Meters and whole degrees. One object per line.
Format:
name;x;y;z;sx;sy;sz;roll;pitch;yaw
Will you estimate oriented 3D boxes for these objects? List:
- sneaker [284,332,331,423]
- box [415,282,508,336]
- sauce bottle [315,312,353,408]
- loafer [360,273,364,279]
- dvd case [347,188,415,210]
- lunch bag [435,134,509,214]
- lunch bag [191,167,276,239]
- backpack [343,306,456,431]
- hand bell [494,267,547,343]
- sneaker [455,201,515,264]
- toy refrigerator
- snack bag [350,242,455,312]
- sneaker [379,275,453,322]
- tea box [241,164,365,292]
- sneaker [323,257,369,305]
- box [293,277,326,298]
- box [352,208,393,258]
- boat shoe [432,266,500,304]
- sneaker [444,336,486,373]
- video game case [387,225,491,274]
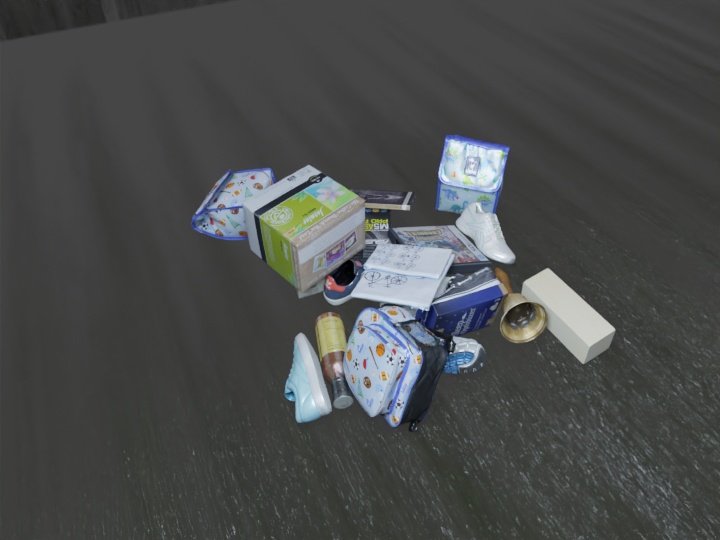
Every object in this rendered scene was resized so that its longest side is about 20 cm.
sneaker;-0.117;0.205;1.042;0.080;0.075;0.202;-25;37;0
box;0.201;0.097;1.112;0.193;0.123;0.033;-14;55;-14
sauce bottle;-0.051;0.178;1.075;0.064;0.067;0.204;-7;47;-7
loafer;0.083;0.007;1.237;0.194;0.074;0.064;-7;43;-23
dvd case;0.044;-0.190;1.428;0.193;0.017;0.149;4;21;11
lunch bag;0.290;-0.247;1.399;0.164;0.204;0.129;13;45;13
lunch bag;-0.325;-0.173;1.388;0.193;0.126;0.173;-1;42;19
backpack;0.052;0.165;0.989;0.150;0.205;0.191;8;24;-34
hand bell;0.332;0.055;1.197;0.100;0.107;0.202;-3;32;-3
sneaker;0.314;-0.094;1.321;0.069;0.082;0.201;3;37;-42
toy refrigerator;0.439;0.096;1.153;0.074;0.071;0.201;-25;49;-15
snack bag;0.087;0.006;1.135;0.183;0.022;0.201;8;38;25
sneaker;0.137;0.082;1.181;0.193;0.076;0.119;-6;61;-11
tea box;-0.118;-0.097;1.165;0.195;0.136;0.198;34;54;30
sneaker;0.000;0.000;1.235;0.197;0.086;0.074;-33;52;-29
box;-0.144;-0.044;1.275;0.075;0.097;0.202;-16;45;-15
box;-0.016;-0.100;1.364;0.192;0.045;0.163;0;44;0
boat shoe;0.212;0.042;1.151;0.195;0.072;0.069;-20;69;-20
sneaker;0.153;0.171;1.090;0.192;0.078;0.087;-2;11;8
video game case;0.185;-0.052;1.280;0.194;0.026;0.182;-3;35;-24
